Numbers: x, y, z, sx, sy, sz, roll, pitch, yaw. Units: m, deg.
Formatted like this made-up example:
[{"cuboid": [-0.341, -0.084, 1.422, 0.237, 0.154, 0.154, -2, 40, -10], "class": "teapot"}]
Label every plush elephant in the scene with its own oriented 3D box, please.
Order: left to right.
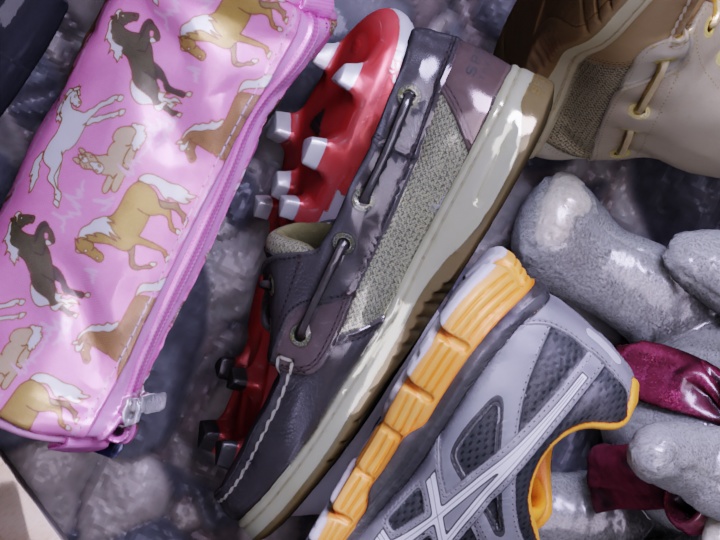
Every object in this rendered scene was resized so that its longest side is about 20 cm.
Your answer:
[{"cuboid": [0.143, 0.074, 1.061, 0.199, 0.155, 0.165, 18, 95, -10], "class": "plush elephant"}]

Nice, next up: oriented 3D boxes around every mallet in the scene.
[{"cuboid": [-0.151, -0.078, 0.978, 0.041, 0.200, 0.066, 33, 98, 4], "class": "mallet"}]

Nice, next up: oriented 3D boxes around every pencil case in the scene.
[{"cuboid": [-0.083, -0.031, 1.050, 0.086, 0.083, 0.201, 25, 92, -8], "class": "pencil case"}]

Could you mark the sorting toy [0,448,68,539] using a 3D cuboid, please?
[{"cuboid": [-0.213, 0.135, 1.059, 0.200, 0.070, 0.199, -36, 101, -2], "class": "sorting toy"}]

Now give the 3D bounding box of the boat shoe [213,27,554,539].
[{"cuboid": [-0.004, 0.003, 1.013, 0.066, 0.072, 0.201, 33, 108, 2], "class": "boat shoe"}]

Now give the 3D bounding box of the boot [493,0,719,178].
[{"cuboid": [0.143, -0.086, 1.028, 0.155, 0.200, 0.073, 11, 63, -11], "class": "boot"}]

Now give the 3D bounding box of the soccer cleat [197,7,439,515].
[{"cuboid": [0.000, 0.000, 1.079, 0.085, 0.069, 0.201, 12, 99, -19], "class": "soccer cleat"}]

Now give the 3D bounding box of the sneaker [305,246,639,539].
[{"cuboid": [0.028, 0.089, 1.024, 0.077, 0.078, 0.200, 31, 120, 1], "class": "sneaker"}]
